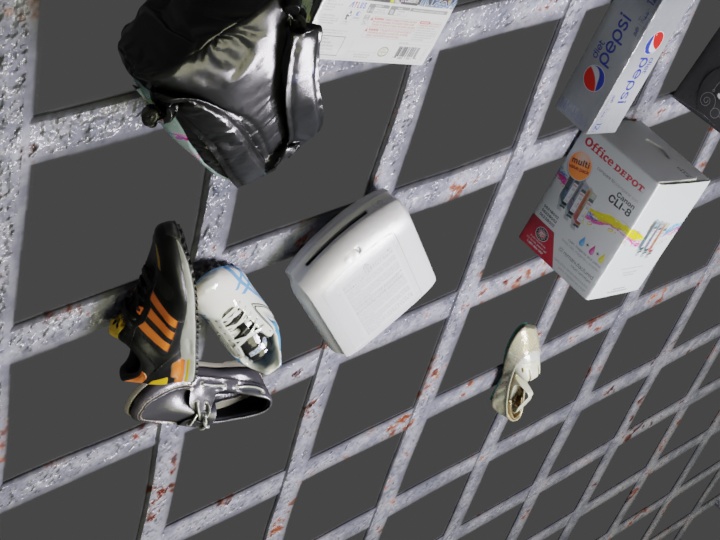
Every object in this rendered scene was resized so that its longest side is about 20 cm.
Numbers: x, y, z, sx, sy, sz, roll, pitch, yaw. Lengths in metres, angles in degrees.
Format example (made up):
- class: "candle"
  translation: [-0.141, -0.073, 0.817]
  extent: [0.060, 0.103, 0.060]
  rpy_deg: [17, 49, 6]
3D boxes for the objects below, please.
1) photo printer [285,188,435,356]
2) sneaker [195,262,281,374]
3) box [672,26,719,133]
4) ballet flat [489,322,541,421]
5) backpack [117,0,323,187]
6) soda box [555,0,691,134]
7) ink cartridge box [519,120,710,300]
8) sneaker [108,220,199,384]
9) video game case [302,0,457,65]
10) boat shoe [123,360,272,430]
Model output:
- class: "photo printer"
  translation: [0.000, 0.000, 1.578]
  extent: [0.166, 0.069, 0.200]
  rpy_deg: [-41, 151, -6]
- class: "sneaker"
  translation: [-0.133, 0.055, 1.477]
  extent: [0.072, 0.073, 0.200]
  rpy_deg: [-40, 150, -4]
- class: "box"
  translation: [0.569, -0.262, 1.910]
  extent: [0.199, 0.124, 0.149]
  rpy_deg: [5, 124, -53]
- class: "ballet flat"
  translation: [0.260, 0.166, 2.135]
  extent: [0.067, 0.062, 0.201]
  rpy_deg: [-26, 146, -30]
- class: "backpack"
  translation: [-0.112, -0.170, 1.158]
  extent: [0.166, 0.127, 0.200]
  rpy_deg: [-30, 151, -2]
- class: "soda box"
  translation: [0.325, -0.269, 1.652]
  extent: [0.068, 0.063, 0.201]
  rpy_deg: [-9, 136, -44]
- class: "ink cartridge box"
  translation: [0.349, -0.087, 1.835]
  extent: [0.144, 0.145, 0.201]
  rpy_deg: [-7, 133, -47]
- class: "sneaker"
  translation: [-0.214, 0.042, 1.361]
  extent: [0.089, 0.070, 0.202]
  rpy_deg: [-8, 130, -14]
- class: "video game case"
  translation: [0.029, -0.284, 1.281]
  extent: [0.199, 0.036, 0.182]
  rpy_deg: [-8, 135, -48]
- class: "boat shoe"
  translation: [-0.182, 0.150, 1.545]
  extent: [0.199, 0.063, 0.073]
  rpy_deg: [-6, 134, -49]
